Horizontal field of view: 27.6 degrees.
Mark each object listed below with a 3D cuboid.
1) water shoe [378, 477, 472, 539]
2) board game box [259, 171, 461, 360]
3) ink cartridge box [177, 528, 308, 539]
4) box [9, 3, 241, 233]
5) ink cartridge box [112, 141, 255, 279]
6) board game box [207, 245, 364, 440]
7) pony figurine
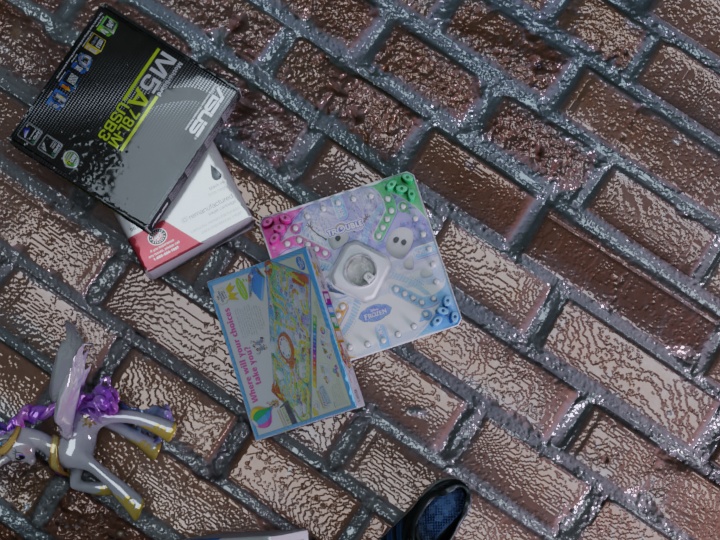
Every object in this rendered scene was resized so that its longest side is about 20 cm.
[{"bbox_3d":[0.057,0.326,1.713,0.071,0.079,0.200,34,83,3],"label":"water shoe"},{"bbox_3d":[0.000,0.000,1.777,0.200,0.026,0.200,-18,84,-3],"label":"board game box"},{"bbox_3d":[-0.131,0.401,1.668,0.144,0.084,0.200,-8,83,30],"label":"ink cartridge box"},{"bbox_3d":[-0.271,-0.176,1.695,0.193,0.048,0.200,33,83,6],"label":"box"},{"bbox_3d":[-0.236,-0.112,1.753,0.147,0.083,0.200,-28,85,-5],"label":"ink cartridge box"},{"bbox_3d":[-0.089,0.087,1.739,0.134,0.034,0.200,-19,84,14],"label":"board game box"},{"bbox_3d":[-0.322,0.174,1.697,0.200,0.167,0.193,23,91,-14],"label":"pony figurine"}]
